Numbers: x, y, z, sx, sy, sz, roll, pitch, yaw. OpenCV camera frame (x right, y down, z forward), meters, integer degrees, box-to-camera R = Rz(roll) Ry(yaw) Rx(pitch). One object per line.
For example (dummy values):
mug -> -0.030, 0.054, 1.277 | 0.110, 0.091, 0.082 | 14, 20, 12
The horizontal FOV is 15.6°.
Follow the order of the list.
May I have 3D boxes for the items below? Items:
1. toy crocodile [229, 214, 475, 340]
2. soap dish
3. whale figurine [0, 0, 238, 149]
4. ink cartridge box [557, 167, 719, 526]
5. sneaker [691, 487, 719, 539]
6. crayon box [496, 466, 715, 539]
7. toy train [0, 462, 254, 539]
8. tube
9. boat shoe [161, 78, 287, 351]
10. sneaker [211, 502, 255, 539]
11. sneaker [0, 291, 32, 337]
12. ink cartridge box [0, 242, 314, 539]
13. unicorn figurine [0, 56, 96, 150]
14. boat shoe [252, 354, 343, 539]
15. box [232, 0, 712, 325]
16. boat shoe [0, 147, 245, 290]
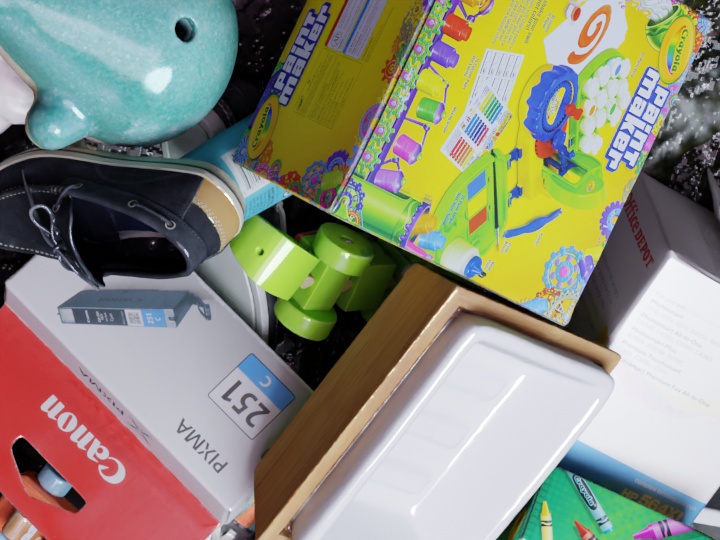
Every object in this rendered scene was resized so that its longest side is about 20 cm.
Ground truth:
toy crocodile -> 0.000, 0.000, 1.645 | 0.199, 0.062, 0.068 | 3, 125, -46
soap dish -> 0.041, 0.095, 1.575 | 0.157, 0.081, 0.200 | 22, 113, -44
whale figurine -> -0.157, -0.148, 1.517 | 0.199, 0.103, 0.160 | 21, 79, -36
ink cartridge box -> 0.195, 0.046, 1.677 | 0.125, 0.129, 0.201 | 28, 112, -17
sneaker -> 0.158, 0.181, 1.771 | 0.199, 0.071, 0.100 | 13, 110, -16
crayon box -> 0.135, 0.201, 1.685 | 0.118, 0.059, 0.200 | 25, 153, -4
toy train -> -0.150, 0.137, 1.678 | 0.150, 0.056, 0.200 | 45, 104, 7
tube -> -0.021, -0.090, 1.597 | 0.199, 0.050, 0.078 | -31, 126, -28
boat shoe -> -0.073, -0.023, 1.654 | 0.060, 0.075, 0.201 | -34, 133, -38
sneaker -> -0.060, 0.177, 1.735 | 0.199, 0.071, 0.080 | 19, 70, -14
sneaker -> -0.264, 0.083, 1.685 | 0.199, 0.074, 0.089 | -21, 114, 6
ink cartridge box -> -0.148, 0.080, 1.612 | 0.200, 0.045, 0.176 | 44, 71, 7
unicorn figurine -> -0.223, -0.103, 1.598 | 0.199, 0.074, 0.138 | -36, 118, 9
boat shoe -> -0.010, 0.134, 1.690 | 0.072, 0.068, 0.201 | 30, 74, -14
box -> 0.066, -0.104, 1.534 | 0.192, 0.122, 0.201 | 25, 92, -35
boat shoe -> -0.160, -0.028, 1.548 | 0.199, 0.062, 0.075 | 2, 136, 34
